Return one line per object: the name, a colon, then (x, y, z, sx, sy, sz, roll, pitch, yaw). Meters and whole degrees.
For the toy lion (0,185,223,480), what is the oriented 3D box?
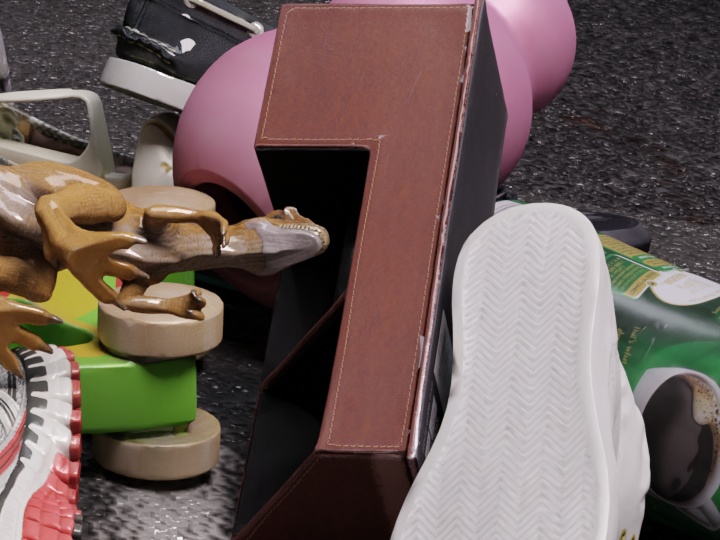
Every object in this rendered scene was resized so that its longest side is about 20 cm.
toy lion: (-0.151, 0.016, 1.139, 0.191, 0.069, 0.200, 1, 18, -5)

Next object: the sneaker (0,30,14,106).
sneaker: (-0.223, -0.105, 1.373, 0.112, 0.078, 0.200, -11, -21, -7)

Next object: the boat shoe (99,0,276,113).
boat shoe: (-0.022, -0.083, 1.330, 0.200, 0.061, 0.076, 16, 3, -40)

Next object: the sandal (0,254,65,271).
sandal: (-0.184, 0.035, 1.020, 0.211, 0.070, 0.078, -18, -11, 11)

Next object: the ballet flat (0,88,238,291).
ballet flat: (-0.111, -0.043, 1.323, 0.200, 0.072, 0.072, 15, 18, 18)

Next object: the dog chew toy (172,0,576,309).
dog chew toy: (0.015, -0.069, 1.251, 0.124, 0.125, 0.200, 24, 51, 40)

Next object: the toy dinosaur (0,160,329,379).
toy dinosaur: (-0.110, -0.019, 0.963, 0.199, 0.061, 0.106, 21, 23, -16)

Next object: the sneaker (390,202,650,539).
sneaker: (0.061, 0.090, 0.971, 0.073, 0.116, 0.201, -1, 50, 19)

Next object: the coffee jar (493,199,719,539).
coffee jar: (0.119, 0.048, 1.090, 0.199, 0.105, 0.085, 19, 20, 27)

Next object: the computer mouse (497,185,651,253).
computer mouse: (0.056, -0.003, 1.328, 0.138, 0.053, 0.200, -3, 9, -31)

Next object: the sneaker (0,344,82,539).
sneaker: (-0.129, 0.073, 0.920, 0.082, 0.078, 0.200, 6, 17, -6)

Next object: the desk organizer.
desk organizer: (0.000, 0.000, 1.043, 0.077, 0.072, 0.201, 1, 54, 12)
